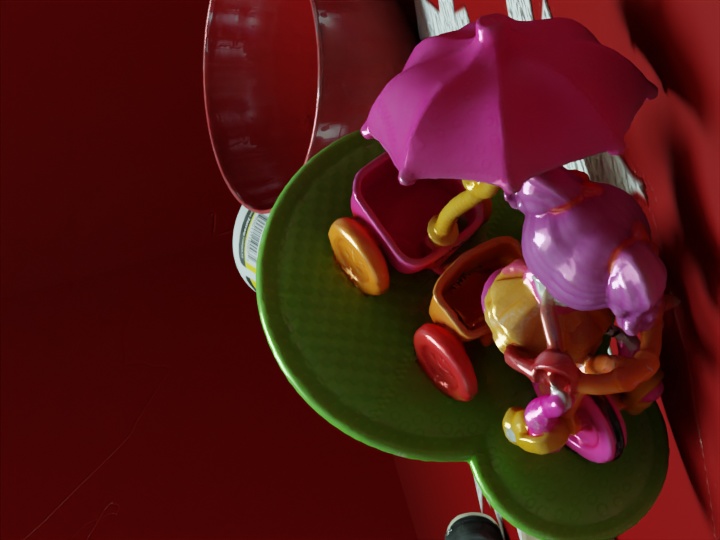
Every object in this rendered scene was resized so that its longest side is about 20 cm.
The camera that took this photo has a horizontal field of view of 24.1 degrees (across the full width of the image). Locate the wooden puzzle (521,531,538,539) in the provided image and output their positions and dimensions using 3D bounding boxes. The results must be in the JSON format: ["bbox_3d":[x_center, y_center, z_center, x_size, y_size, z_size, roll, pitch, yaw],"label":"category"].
[{"bbox_3d":[0.141,0.231,0.927,0.185,0.037,0.200,79,171,-46],"label":"wooden puzzle"}]

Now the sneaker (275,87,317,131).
[{"bbox_3d":[-0.025,-0.163,1.336,0.078,0.112,0.200,79,176,-49],"label":"sneaker"}]

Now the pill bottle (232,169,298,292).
[{"bbox_3d":[0.000,0.000,1.228,0.200,0.112,0.113,31,142,51],"label":"pill bottle"}]

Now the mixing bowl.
[{"bbox_3d":[-0.027,-0.141,1.205,0.200,0.108,0.201,9,101,62],"label":"mixing bowl"}]

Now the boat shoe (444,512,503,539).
[{"bbox_3d":[0.112,0.320,1.504,0.063,0.073,0.202,-77,-23,-79],"label":"boat shoe"}]

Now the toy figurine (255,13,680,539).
[{"bbox_3d":[0.057,-0.006,0.606,0.200,0.150,0.184,52,162,13],"label":"toy figurine"}]
